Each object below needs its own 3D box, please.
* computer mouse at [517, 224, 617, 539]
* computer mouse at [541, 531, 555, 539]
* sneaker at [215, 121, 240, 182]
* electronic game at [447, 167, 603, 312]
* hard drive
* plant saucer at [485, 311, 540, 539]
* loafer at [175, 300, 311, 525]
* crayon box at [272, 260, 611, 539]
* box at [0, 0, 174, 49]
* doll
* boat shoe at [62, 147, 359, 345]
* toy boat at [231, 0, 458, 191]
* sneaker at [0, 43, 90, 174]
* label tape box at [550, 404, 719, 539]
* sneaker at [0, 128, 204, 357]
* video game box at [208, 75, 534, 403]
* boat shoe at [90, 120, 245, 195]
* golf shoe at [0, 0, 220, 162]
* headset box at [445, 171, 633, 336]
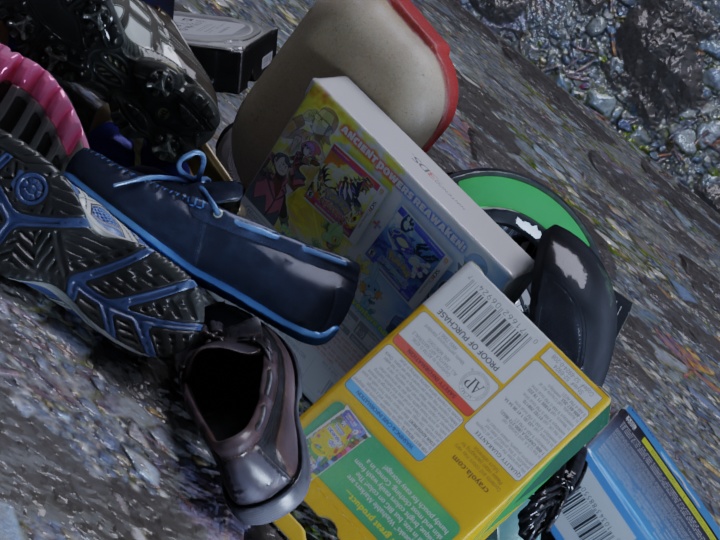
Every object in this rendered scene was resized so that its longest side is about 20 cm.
[{"bbox_3d":[0.140,0.069,1.538,0.052,0.201,0.139,5,18,13],"label":"computer mouse"},{"bbox_3d":[0.103,0.157,1.701,0.200,0.034,0.059,36,14,-21],"label":"computer mouse"},{"bbox_3d":[-0.057,-0.066,1.904,0.200,0.078,0.112,44,6,-35],"label":"sneaker"},{"bbox_3d":[0.095,0.026,1.680,0.200,0.201,0.042,35,-21,-20],"label":"electronic game"},{"bbox_3d":[-0.171,-0.171,1.757,0.199,0.038,0.140,7,14,9],"label":"hard drive"},{"bbox_3d":[0.091,0.127,1.548,0.036,0.201,0.200,0,8,13],"label":"plant saucer"},{"bbox_3d":[-0.074,0.069,1.407,0.063,0.072,0.200,60,5,-34],"label":"loafer"},{"bbox_3d":[0.038,0.108,1.422,0.126,0.200,0.052,45,-12,17],"label":"crayon box"},{"bbox_3d":[-0.222,-0.197,1.694,0.121,0.033,0.199,22,27,39],"label":"box"},{"bbox_3d":[-0.145,-0.046,1.598,0.136,0.049,0.200,10,30,-11],"label":"doll"},{"bbox_3d":[-0.093,-0.027,1.490,0.199,0.069,0.084,32,-7,-5],"label":"boat shoe"},{"bbox_3d":[0.002,-0.112,1.681,0.131,0.200,0.130,50,33,15],"label":"toy boat"},{"bbox_3d":[-0.249,-0.119,1.569,0.200,0.079,0.095,45,0,8],"label":"sneaker"},{"bbox_3d":[0.203,0.186,1.742,0.144,0.066,0.200,55,15,3],"label":"label tape box"},{"bbox_3d":[-0.185,-0.014,1.431,0.200,0.076,0.077,41,-7,-3],"label":"sneaker"},{"bbox_3d":[0.000,0.000,1.596,0.200,0.183,0.047,46,33,19],"label":"video game box"},{"bbox_3d":[-0.119,-0.064,1.730,0.200,0.063,0.073,46,14,17],"label":"boat shoe"},{"bbox_3d":[-0.176,-0.161,1.612,0.200,0.078,0.095,48,19,-13],"label":"golf shoe"},{"bbox_3d":[0.073,0.012,1.797,0.200,0.093,0.174,34,-15,-21],"label":"headset box"}]
